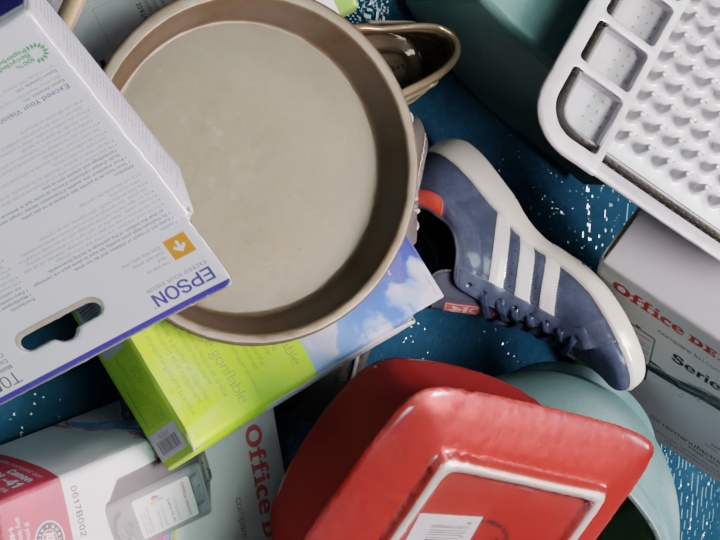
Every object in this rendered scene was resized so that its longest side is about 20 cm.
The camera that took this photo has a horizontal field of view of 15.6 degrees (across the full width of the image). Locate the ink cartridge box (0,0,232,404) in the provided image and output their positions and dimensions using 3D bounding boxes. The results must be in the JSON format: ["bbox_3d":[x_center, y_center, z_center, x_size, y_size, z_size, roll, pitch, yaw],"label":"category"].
[{"bbox_3d":[-0.199,-0.030,1.393,0.199,0.041,0.200,-26,122,15],"label":"ink cartridge box"}]

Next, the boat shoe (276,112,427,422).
[{"bbox_3d":[0.000,0.000,1.620,0.057,0.067,0.201,27,87,-24],"label":"boat shoe"}]

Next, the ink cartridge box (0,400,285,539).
[{"bbox_3d":[-0.139,0.160,1.521,0.199,0.085,0.148,-20,109,-34],"label":"ink cartridge box"}]

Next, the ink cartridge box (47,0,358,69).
[{"bbox_3d":[-0.123,-0.179,1.495,0.199,0.076,0.148,-25,117,-1],"label":"ink cartridge box"}]

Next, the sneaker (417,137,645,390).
[{"bbox_3d":[0.090,0.014,1.657,0.084,0.075,0.200,-40,79,-18],"label":"sneaker"}]

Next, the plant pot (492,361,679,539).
[{"bbox_3d":[0.117,0.142,1.680,0.201,0.199,0.134,66,31,-26],"label":"plant pot"}]

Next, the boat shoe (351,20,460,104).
[{"bbox_3d":[-0.026,-0.118,1.571,0.200,0.064,0.072,-20,89,-41],"label":"boat shoe"}]

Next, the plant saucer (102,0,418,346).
[{"bbox_3d":[-0.063,-0.058,1.467,0.199,0.029,0.201,0,89,-22],"label":"plant saucer"}]

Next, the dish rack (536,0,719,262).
[{"bbox_3d":[0.210,-0.102,1.597,0.200,0.044,0.172,33,76,-12],"label":"dish rack"}]

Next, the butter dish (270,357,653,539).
[{"bbox_3d":[0.032,0.122,1.530,0.199,0.148,0.200,14,119,-39],"label":"butter dish"}]

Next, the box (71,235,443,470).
[{"bbox_3d":[-0.060,0.015,1.517,0.200,0.048,0.122,-30,87,-35],"label":"box"}]

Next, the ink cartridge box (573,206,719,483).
[{"bbox_3d":[0.223,0.043,1.702,0.083,0.146,0.200,-50,165,-21],"label":"ink cartridge box"}]

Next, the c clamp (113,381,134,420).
[{"bbox_3d":[-0.094,-0.025,1.559,0.200,0.027,0.172,-24,98,-37],"label":"c clamp"}]

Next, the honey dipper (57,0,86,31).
[{"bbox_3d":[-0.162,-0.140,1.443,0.038,0.038,0.201,11,109,-40],"label":"honey dipper"}]

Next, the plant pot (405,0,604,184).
[{"bbox_3d":[0.140,-0.162,1.671,0.200,0.141,0.142,32,77,-30],"label":"plant pot"}]
